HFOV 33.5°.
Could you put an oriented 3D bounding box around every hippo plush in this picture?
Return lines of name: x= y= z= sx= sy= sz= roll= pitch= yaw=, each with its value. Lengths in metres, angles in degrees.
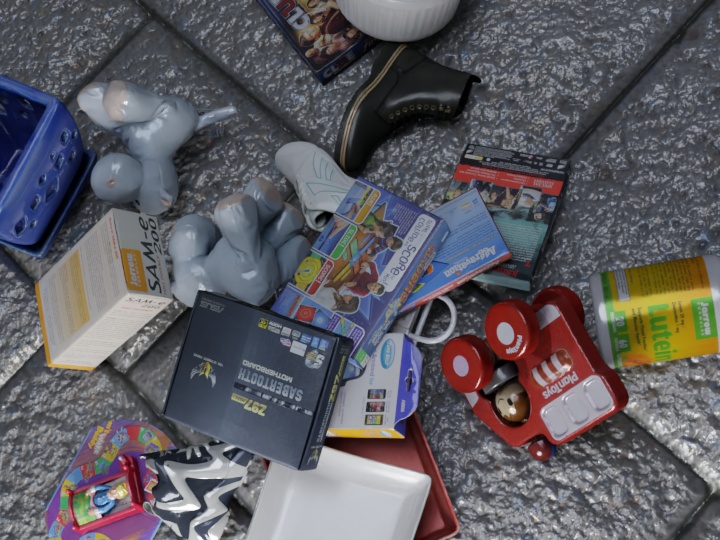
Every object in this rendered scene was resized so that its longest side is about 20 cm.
hippo plush: x=-0.300 y=-0.160 z=1.645 sx=0.159 sy=0.198 sz=0.163 roll=5 pitch=86 yaw=59
hippo plush: x=-0.162 y=-0.008 z=1.548 sx=0.159 sy=0.158 sz=0.203 roll=-12 pitch=86 yaw=35

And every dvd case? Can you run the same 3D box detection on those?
dvd case: x=0.170 y=-0.071 z=1.498 sx=0.144 sy=0.022 sz=0.202 roll=11 pitch=55 yaw=19

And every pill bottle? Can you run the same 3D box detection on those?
pill bottle: x=0.368 y=0.044 z=1.372 sx=0.197 sy=0.111 sz=0.113 roll=-10 pitch=66 yaw=12

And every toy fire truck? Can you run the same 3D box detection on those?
toy fire truck: x=0.196 y=0.125 z=1.366 sx=0.200 sy=0.111 sz=0.169 roll=-43 pitch=68 yaw=42

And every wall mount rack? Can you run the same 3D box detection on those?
wall mount rack: x=0.045 y=0.021 z=1.499 sx=0.198 sy=0.075 sz=0.176 roll=18 pitch=78 yaw=22

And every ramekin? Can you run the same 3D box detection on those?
ramekin: x=0.052 y=-0.399 z=1.625 sx=0.199 sy=0.095 sz=0.204 roll=3 pitch=52 yaw=-4

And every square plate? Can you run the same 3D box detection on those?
square plate: x=-0.034 y=0.310 z=1.383 sx=0.197 sy=0.028 sz=0.200 roll=12 pitch=72 yaw=20

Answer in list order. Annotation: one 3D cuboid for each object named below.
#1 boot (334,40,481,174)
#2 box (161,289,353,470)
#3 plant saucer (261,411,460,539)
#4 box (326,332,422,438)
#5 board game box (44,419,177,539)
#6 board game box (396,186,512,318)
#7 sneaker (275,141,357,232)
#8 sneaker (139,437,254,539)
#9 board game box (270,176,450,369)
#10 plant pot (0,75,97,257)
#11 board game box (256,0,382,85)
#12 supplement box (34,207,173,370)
boot: x=0.061 y=-0.204 z=1.587 sx=0.137 sy=0.078 sz=0.202 roll=22 pitch=76 yaw=18
box: x=-0.121 y=0.126 z=1.396 sx=0.198 sy=0.051 sz=0.160 roll=18 pitch=92 yaw=24
plant saucer: x=-0.002 y=0.261 z=1.430 sx=0.198 sy=0.037 sz=0.202 roll=-24 pitch=64 yaw=4
box: x=-0.016 y=0.138 z=1.429 sx=0.197 sy=0.041 sz=0.121 roll=-2 pitch=66 yaw=23
board game box: x=-0.319 y=0.280 z=1.508 sx=0.156 sy=0.039 sz=0.202 roll=23 pitch=75 yaw=23
board game box: x=0.075 y=-0.013 z=1.450 sx=0.198 sy=0.019 sz=0.104 roll=-27 pitch=59 yaw=5
sneaker: x=-0.052 y=-0.102 z=1.559 sx=0.080 sy=0.071 sz=0.200 roll=-39 pitch=54 yaw=-23
sneaker: x=-0.198 y=0.222 z=1.457 sx=0.128 sy=0.079 sz=0.201 roll=23 pitch=84 yaw=-6
board game box: x=0.000 y=0.000 z=1.438 sx=0.134 sy=0.034 sz=0.201 roll=29 pitch=78 yaw=28
plant pot: x=-0.493 y=-0.139 z=1.654 sx=0.198 sy=0.180 sz=0.202 roll=20 pitch=74 yaw=21
board game box: x=-0.056 y=-0.376 z=1.709 sx=0.135 sy=0.035 sz=0.201 roll=-37 pitch=63 yaw=-1
supplement box: x=-0.335 y=0.028 z=1.550 sx=0.199 sy=0.073 sz=0.127 roll=-36 pitch=58 yaw=35
